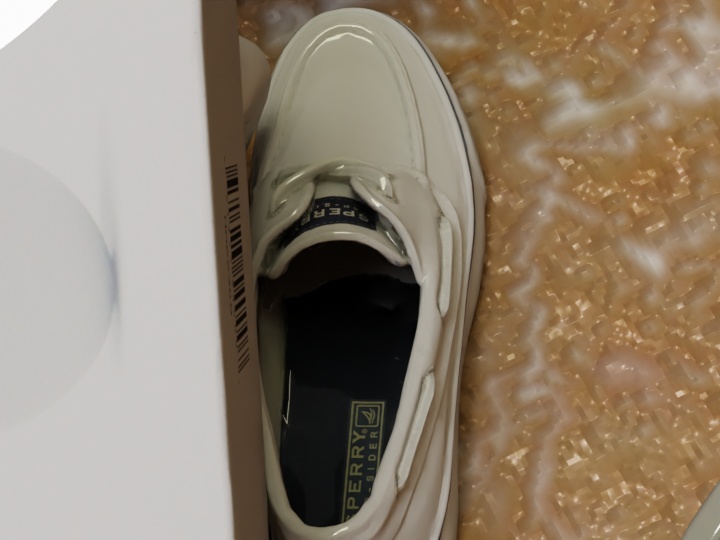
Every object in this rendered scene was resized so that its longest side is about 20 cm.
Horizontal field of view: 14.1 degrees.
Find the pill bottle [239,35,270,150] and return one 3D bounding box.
[{"bbox_3d":[-0.135,-0.057,0.834,0.199,0.110,0.110,26,66,1],"label":"pill bottle"}]

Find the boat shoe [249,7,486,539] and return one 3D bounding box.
[{"bbox_3d":[0.000,0.000,0.833,0.073,0.065,0.201,-9,59,6],"label":"boat shoe"}]

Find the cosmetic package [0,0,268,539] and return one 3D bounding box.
[{"bbox_3d":[-0.128,0.002,0.720,0.199,0.123,0.201,-3,93,1],"label":"cosmetic package"}]

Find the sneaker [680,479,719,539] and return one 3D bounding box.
[{"bbox_3d":[0.180,0.062,0.754,0.199,0.075,0.106,-33,57,-10],"label":"sneaker"}]
